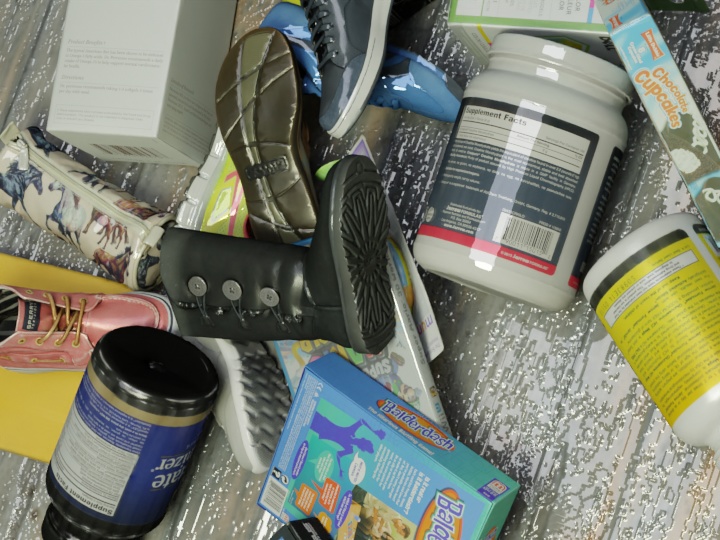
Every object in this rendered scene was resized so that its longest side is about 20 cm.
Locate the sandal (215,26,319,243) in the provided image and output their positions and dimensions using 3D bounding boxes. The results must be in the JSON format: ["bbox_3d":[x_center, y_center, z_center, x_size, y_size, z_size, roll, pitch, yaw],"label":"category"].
[{"bbox_3d":[-0.069,-0.107,1.596,0.081,0.055,0.201,-13,95,22],"label":"sandal"}]

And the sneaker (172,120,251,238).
[{"bbox_3d":[-0.090,-0.096,1.658,0.090,0.078,0.201,23,89,9],"label":"sneaker"}]

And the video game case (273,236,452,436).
[{"bbox_3d":[-0.010,0.068,1.553,0.143,0.018,0.201,-16,95,38],"label":"video game case"}]

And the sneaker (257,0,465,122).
[{"bbox_3d":[0.000,-0.165,1.616,0.199,0.066,0.079,28,75,6],"label":"sneaker"}]

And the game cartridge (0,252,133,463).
[{"bbox_3d":[-0.300,0.082,1.716,0.199,0.032,0.177,14,84,20],"label":"game cartridge"}]

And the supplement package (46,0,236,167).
[{"bbox_3d":[-0.193,-0.205,1.688,0.116,0.117,0.201,6,81,22],"label":"supplement package"}]

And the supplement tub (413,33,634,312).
[{"bbox_3d":[0.135,-0.078,1.523,0.140,0.140,0.201,18,88,23],"label":"supplement tub"}]

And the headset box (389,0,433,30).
[{"bbox_3d":[0.048,-0.325,1.646,0.200,0.077,0.149,-33,70,10],"label":"headset box"}]

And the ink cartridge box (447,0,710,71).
[{"bbox_3d":[0.183,-0.210,1.557,0.199,0.104,0.060,6,80,21],"label":"ink cartridge box"}]

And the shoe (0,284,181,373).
[{"bbox_3d":[-0.259,0.050,1.628,0.199,0.091,0.072,-7,73,26],"label":"shoe"}]

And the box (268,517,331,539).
[{"bbox_3d":[-0.068,0.328,1.542,0.200,0.043,0.161,-45,67,23],"label":"box"}]

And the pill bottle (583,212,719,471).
[{"bbox_3d":[0.271,0.063,1.462,0.112,0.112,0.200,-35,69,10],"label":"pill bottle"}]

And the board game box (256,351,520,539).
[{"bbox_3d":[0.019,0.184,1.530,0.200,0.045,0.153,35,123,23],"label":"board game box"}]

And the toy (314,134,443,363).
[{"bbox_3d":[0.000,0.000,1.578,0.047,0.115,0.201,-7,68,-26],"label":"toy"}]

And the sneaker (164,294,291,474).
[{"bbox_3d":[-0.122,0.093,1.634,0.082,0.075,0.201,-33,61,24],"label":"sneaker"}]

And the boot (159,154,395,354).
[{"bbox_3d":[-0.074,-0.018,1.520,0.199,0.066,0.166,7,109,35],"label":"boot"}]

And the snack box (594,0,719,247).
[{"bbox_3d":[0.244,-0.127,1.456,0.037,0.116,0.200,-27,113,10],"label":"snack box"}]

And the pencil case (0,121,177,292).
[{"bbox_3d":[-0.249,-0.056,1.691,0.200,0.090,0.078,31,75,23],"label":"pencil case"}]

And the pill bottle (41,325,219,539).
[{"bbox_3d":[-0.203,0.156,1.590,0.112,0.112,0.201,37,119,23],"label":"pill bottle"}]

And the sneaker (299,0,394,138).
[{"bbox_3d":[-0.047,-0.218,1.539,0.146,0.077,0.203,18,69,-16],"label":"sneaker"}]
